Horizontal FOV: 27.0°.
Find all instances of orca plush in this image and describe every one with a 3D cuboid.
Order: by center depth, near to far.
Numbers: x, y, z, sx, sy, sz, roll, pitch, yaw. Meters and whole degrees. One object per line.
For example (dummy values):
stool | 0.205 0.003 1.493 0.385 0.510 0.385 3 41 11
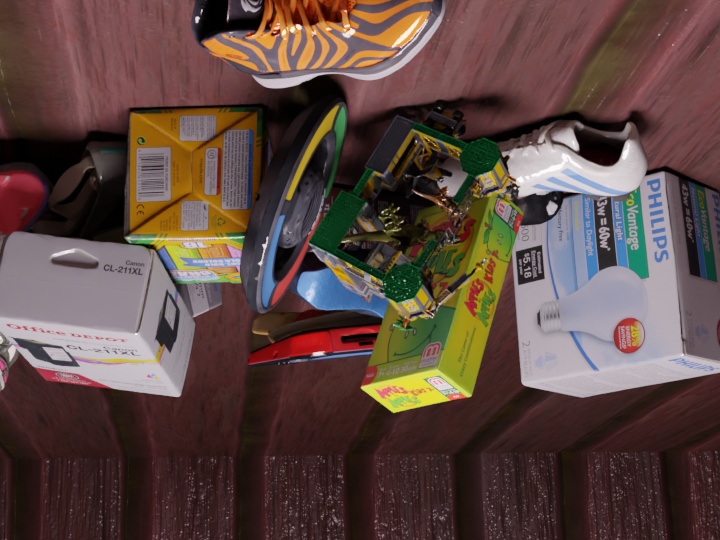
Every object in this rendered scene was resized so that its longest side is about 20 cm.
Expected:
orca plush | 0.128 -0.066 1.516 0.105 0.072 0.199 -14 160 39

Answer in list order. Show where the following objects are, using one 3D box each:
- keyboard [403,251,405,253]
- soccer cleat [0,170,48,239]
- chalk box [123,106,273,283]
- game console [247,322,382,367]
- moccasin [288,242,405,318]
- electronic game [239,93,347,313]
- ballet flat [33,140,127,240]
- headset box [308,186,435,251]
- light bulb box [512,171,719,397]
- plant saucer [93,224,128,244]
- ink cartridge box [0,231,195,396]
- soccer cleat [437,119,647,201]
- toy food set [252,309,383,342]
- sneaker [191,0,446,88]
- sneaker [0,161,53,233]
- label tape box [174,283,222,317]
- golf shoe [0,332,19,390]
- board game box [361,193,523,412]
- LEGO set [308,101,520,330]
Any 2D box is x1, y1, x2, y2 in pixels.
keyboard | 0.007 0.002 1.579 0.199 0.011 0.056 -17 159 39
soccer cleat | -0.361 -0.029 1.422 0.200 0.067 0.076 -38 166 20
chalk box | -0.143 -0.060 1.414 0.123 0.126 0.200 -1 166 2
game console | -0.003 0.081 1.589 0.198 0.031 0.177 -4 170 -24
moccasin | 0.000 0.000 1.473 0.068 0.081 0.199 30 -170 37
electronic game | -0.055 -0.058 1.310 0.041 0.201 0.200 20 167 7
ballet flat | -0.280 -0.052 1.440 0.063 0.068 0.200 1 139 -43
headset box | -0.015 -0.030 1.626 0.199 0.078 0.149 5 163 -29
light bulb box | 0.279 0.020 1.604 0.199 0.200 0.124 -15 162 38
plant saucer | -0.313 -0.009 1.614 0.199 0.048 0.200 -13 -174 23
ink cartridge box | -0.247 0.045 1.399 0.144 0.084 0.200 7 160 7
soccer cleat | 0.168 -0.109 1.405 0.198 0.070 0.087 -2 143 9
toy food set | -0.009 0.054 1.671 0.196 0.049 0.200 -3 168 -28
sneaker | -0.041 -0.181 1.072 0.199 0.078 0.112 -14 162 38
sneaker | -0.394 -0.048 1.513 0.197 0.080 0.130 -13 155 2
label tape box | -0.229 0.027 1.614 0.143 0.064 0.200 -13 -174 19
golf shoe | -0.361 0.043 1.458 0.077 0.088 0.200 28 150 -1
board game box | 0.076 0.026 1.378 0.048 0.201 0.101 37 145 -29
LEGO set | 0.055 -0.037 1.354 0.153 0.201 0.116 17 163 28
